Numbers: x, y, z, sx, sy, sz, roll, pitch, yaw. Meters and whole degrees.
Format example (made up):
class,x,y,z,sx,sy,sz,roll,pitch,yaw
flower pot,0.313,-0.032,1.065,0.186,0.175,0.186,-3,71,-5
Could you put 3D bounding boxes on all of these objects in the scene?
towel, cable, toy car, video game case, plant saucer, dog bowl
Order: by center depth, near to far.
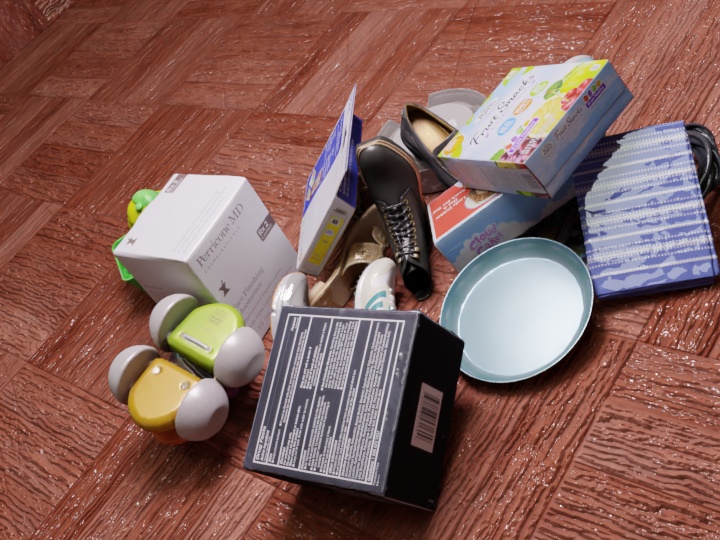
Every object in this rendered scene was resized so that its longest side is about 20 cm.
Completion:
class,x,y,z,sx,sy,sz,roll,pitch,yaw
towel,0.336,-0.071,1.063,0.144,0.024,0.202,-11,75,17
plant saucer,0.192,0.051,1.091,0.199,0.027,0.201,-19,49,23
cable,0.365,-0.123,1.145,0.199,0.051,0.163,-35,37,-2
video game case,0.241,-0.041,1.185,0.181,0.023,0.201,4,50,38
toy car,-0.222,0.143,1.202,0.174,0.150,0.201,23,66,27
dog bowl,0.121,-0.203,1.411,0.199,0.059,0.201,-18,41,17

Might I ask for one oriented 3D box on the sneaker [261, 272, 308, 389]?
class,x,y,z,sx,sy,sz,roll,pitch,yaw
sneaker,-0.072,0.099,1.192,0.091,0.076,0.202,-2,70,14

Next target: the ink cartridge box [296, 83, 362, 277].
class,x,y,z,sx,sy,sz,roll,pitch,yaw
ink cartridge box,-0.034,-0.128,1.269,0.199,0.047,0.200,-85,21,-44

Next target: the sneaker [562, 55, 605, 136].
class,x,y,z,sx,sy,sz,roll,pitch,yaw
sneaker,0.320,-0.226,1.286,0.130,0.080,0.201,22,72,48

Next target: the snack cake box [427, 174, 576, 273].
class,x,y,z,sx,sy,sz,roll,pitch,yaw
snack cake box,0.189,-0.097,1.184,0.199,0.067,0.115,-36,27,18

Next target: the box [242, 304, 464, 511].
class,x,y,z,sx,sy,sz,roll,pitch,yaw
box,-0.005,0.153,1.019,0.197,0.123,0.202,2,71,35

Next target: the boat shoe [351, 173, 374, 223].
class,x,y,z,sx,sy,sz,roll,pitch,yaw
boat shoe,0.003,-0.105,1.366,0.200,0.076,0.072,-3,52,60

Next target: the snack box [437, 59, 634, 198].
class,x,y,z,sx,sy,sz,roll,pitch,yaw
snack box,0.213,-0.178,1.114,0.169,0.068,0.200,-50,24,-11

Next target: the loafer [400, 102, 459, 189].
class,x,y,z,sx,sy,sz,roll,pitch,yaw
loafer,0.128,-0.170,1.283,0.200,0.072,0.073,38,80,24

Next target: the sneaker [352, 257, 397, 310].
class,x,y,z,sx,sy,sz,roll,pitch,yaw
sneaker,0.033,0.072,1.170,0.093,0.070,0.201,1,53,31

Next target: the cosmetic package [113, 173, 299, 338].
class,x,y,z,sx,sy,sz,roll,pitch,yaw
cosmetic package,-0.219,-0.015,1.323,0.164,0.200,0.165,7,54,37

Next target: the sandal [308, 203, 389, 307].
class,x,y,z,sx,sy,sz,roll,pitch,yaw
sandal,0.003,0.003,1.263,0.069,0.078,0.212,25,73,42

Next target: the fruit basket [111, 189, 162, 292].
class,x,y,z,sx,sy,sz,roll,pitch,yaw
fruit basket,-0.321,-0.070,1.456,0.215,0.216,0.156,-35,38,-4

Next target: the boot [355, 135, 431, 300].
class,x,y,z,sx,sy,sz,roll,pitch,yaw
boot,0.055,-0.070,1.202,0.077,0.200,0.139,-20,43,19
